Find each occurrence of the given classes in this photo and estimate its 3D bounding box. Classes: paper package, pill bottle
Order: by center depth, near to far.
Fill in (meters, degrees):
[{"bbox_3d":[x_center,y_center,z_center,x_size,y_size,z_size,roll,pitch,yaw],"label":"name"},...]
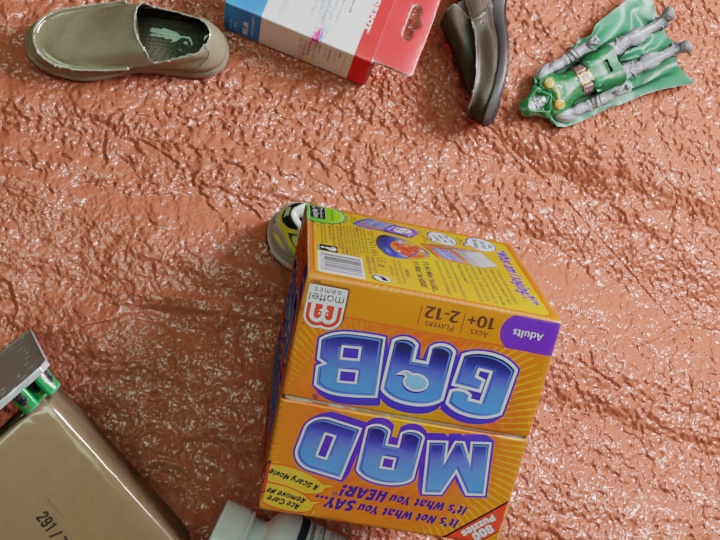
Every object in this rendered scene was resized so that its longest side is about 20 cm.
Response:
[{"bbox_3d":[-0.267,0.230,0.848,0.190,0.103,0.200,-42,101,-9],"label":"paper package"},{"bbox_3d":[-0.047,0.284,0.893,0.199,0.111,0.112,26,76,-1],"label":"pill bottle"}]

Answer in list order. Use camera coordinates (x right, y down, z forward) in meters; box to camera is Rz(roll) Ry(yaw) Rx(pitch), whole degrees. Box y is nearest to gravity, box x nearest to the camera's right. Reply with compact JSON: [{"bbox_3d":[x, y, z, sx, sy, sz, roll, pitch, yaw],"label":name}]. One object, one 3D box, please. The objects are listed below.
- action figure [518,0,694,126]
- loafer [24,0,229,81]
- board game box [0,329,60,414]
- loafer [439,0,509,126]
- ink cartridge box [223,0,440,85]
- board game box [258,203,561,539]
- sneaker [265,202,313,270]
[{"bbox_3d":[0.254,-0.211,1.075,0.199,0.055,0.119,-29,87,-9],"label":"action figure"},{"bbox_3d":[-0.228,-0.230,0.990,0.198,0.068,0.076,-3,79,-10],"label":"loafer"},{"bbox_3d":[-0.339,0.136,0.837,0.200,0.200,0.026,-43,108,-14],"label":"board game box"},{"bbox_3d":[0.117,-0.245,1.055,0.070,0.073,0.202,2,73,2],"label":"loafer"},{"bbox_3d":[-0.027,-0.271,1.031,0.199,0.067,0.117,22,77,-4],"label":"ink cartridge box"},{"bbox_3d":[0.030,0.080,0.865,0.198,0.200,0.201,10,108,-7],"label":"board game box"},{"bbox_3d":[0.000,0.000,0.977,0.199,0.076,0.076,25,74,-5],"label":"sneaker"}]
